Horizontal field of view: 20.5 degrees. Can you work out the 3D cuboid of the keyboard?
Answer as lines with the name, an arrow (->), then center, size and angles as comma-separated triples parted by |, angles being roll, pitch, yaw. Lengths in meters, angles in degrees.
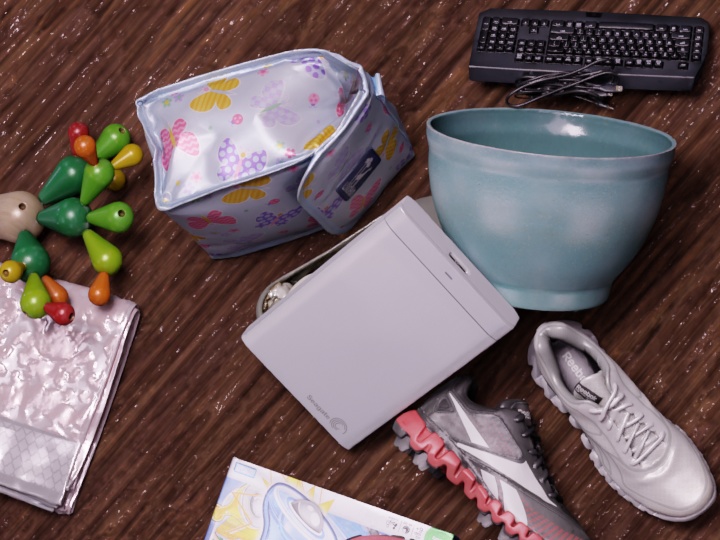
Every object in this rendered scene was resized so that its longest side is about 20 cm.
keyboard -> 0.190, -0.185, 1.673 | 0.198, 0.040, 0.105 | 3, 58, 13

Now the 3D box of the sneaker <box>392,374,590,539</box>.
sneaker -> 0.122, 0.161, 1.602 | 0.200, 0.071, 0.098 | 41, 90, 19

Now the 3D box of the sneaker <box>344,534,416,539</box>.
sneaker -> 0.069, 0.261, 1.552 | 0.199, 0.087, 0.074 | 28, 79, -7

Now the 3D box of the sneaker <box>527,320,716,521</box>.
sneaker -> 0.204, 0.119, 1.592 | 0.075, 0.081, 0.200 | -42, 74, -2

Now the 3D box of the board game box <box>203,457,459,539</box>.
board game box -> -0.034, 0.249, 1.633 | 0.198, 0.034, 0.137 | 17, 81, 14

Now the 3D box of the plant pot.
plant pot -> 0.146, -0.046, 1.598 | 0.198, 0.200, 0.136 | 8, 105, 13

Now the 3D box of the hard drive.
hard drive -> 0.013, 0.046, 1.598 | 0.132, 0.027, 0.200 | 46, 124, -7

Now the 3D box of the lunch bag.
lunch bag -> -0.063, -0.096, 1.650 | 0.198, 0.170, 0.128 | -17, 73, 6

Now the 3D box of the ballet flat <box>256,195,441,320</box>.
ballet flat -> 0.000, 0.000, 1.670 | 0.199, 0.064, 0.068 | -33, 73, 2

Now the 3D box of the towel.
towel -> -0.310, 0.092, 1.729 | 0.198, 0.032, 0.193 | 16, 80, 14

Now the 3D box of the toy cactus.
toy cactus -> -0.271, -0.046, 1.718 | 0.164, 0.102, 0.202 | 2, 67, 31
